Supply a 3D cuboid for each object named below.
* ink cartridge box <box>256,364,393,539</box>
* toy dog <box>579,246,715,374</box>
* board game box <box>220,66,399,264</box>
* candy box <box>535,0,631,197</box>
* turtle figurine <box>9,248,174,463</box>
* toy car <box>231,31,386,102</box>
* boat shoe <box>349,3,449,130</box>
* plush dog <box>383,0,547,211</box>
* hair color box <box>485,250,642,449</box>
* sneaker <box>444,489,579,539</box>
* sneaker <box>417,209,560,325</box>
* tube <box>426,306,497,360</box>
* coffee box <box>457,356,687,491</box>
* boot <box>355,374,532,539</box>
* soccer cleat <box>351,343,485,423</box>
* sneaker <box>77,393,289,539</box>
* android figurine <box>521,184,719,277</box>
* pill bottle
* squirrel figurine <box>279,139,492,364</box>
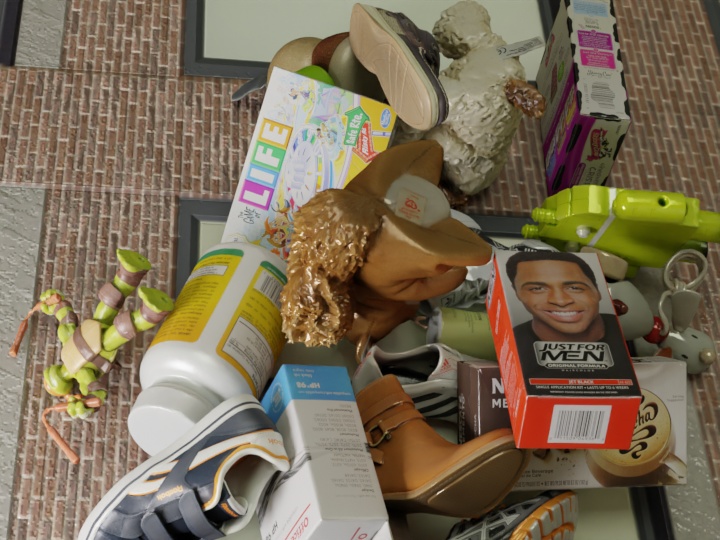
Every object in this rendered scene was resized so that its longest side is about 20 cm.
[{"bbox_3d":[-0.039,0.196,1.304,0.066,0.116,0.202,6,47,-26],"label":"ink cartridge box"},{"bbox_3d":[0.278,0.049,1.462,0.197,0.134,0.096,2,10,-24],"label":"toy dog"},{"bbox_3d":[-0.051,-0.086,1.508,0.133,0.203,0.034,18,8,6],"label":"board game box"},{"bbox_3d":[0.245,-0.192,1.674,0.060,0.137,0.202,6,50,-7],"label":"candy box"},{"bbox_3d":[-0.240,0.071,1.382,0.064,0.161,0.201,31,21,-40],"label":"turtle figurine"},{"bbox_3d":[-0.047,-0.191,1.650,0.163,0.160,0.199,-31,33,-35],"label":"toy car"},{"bbox_3d":[0.048,-0.206,1.478,0.064,0.073,0.200,-10,36,-19],"label":"boat shoe"},{"bbox_3d":[0.121,-0.157,1.598,0.159,0.173,0.201,23,61,16],"label":"plush dog"},{"bbox_3d":[0.172,0.065,1.307,0.100,0.062,0.201,1,36,-6],"label":"hair color box"},{"bbox_3d":[0.120,0.242,1.334,0.199,0.079,0.077,-25,35,-37],"label":"sneaker"},{"bbox_3d":[0.126,0.018,1.521,0.198,0.076,0.115,24,51,16],"label":"sneaker"},{"bbox_3d":[0.165,0.072,1.491,0.197,0.052,0.059,9,66,-12],"label":"tube"},{"bbox_3d":[0.191,0.138,1.376,0.197,0.080,0.115,0,91,-10],"label":"coffee box"},{"bbox_3d":[0.050,0.152,1.331,0.199,0.074,0.156,-34,44,20],"label":"boot"},{"bbox_3d":[0.091,0.106,1.430,0.197,0.086,0.069,4,49,-7],"label":"soccer cleat"},{"bbox_3d":[-0.148,0.196,1.275,0.200,0.079,0.080,-41,55,-1],"label":"sneaker"},{"bbox_3d":[0.264,-0.041,1.525,0.197,0.182,0.042,6,70,-8],"label":"android figurine"},{"bbox_3d":[-0.136,0.079,1.393,0.111,0.113,0.201,19,50,6],"label":"pill bottle"},{"bbox_3d":[0.000,0.000,1.407,0.198,0.187,0.142,-12,59,-33],"label":"squirrel figurine"}]
